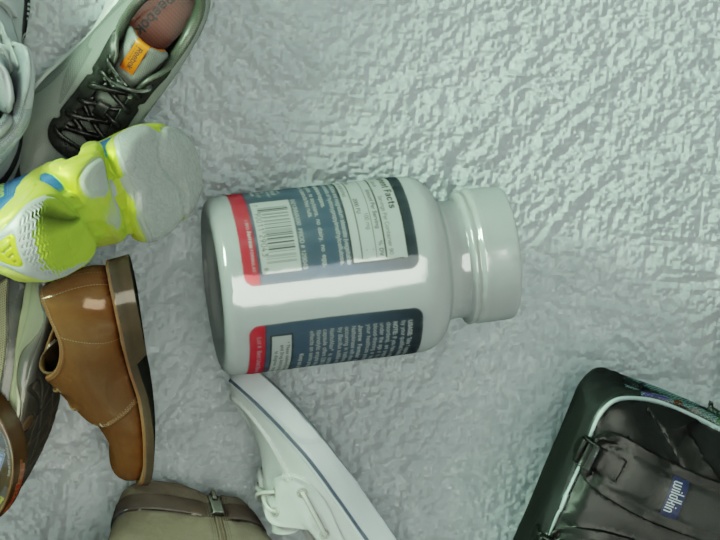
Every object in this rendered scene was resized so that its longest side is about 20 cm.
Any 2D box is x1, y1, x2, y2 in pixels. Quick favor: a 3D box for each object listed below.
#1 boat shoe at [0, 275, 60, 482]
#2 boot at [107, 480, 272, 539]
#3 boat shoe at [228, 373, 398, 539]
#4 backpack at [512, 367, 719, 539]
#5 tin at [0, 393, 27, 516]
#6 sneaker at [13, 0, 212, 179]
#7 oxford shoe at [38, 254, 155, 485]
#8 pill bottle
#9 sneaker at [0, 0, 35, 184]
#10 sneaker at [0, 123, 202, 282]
[{"bbox_3d":[-0.239,0.063,1.542,0.073,0.074,0.201,17,99,11],"label":"boat shoe"},{"bbox_3d":[-0.144,0.194,1.532,0.199,0.146,0.070,14,120,-21],"label":"boot"},{"bbox_3d":[-0.037,0.154,1.584,0.065,0.074,0.200,-38,102,-7],"label":"boat shoe"},{"bbox_3d":[0.216,0.175,1.595,0.200,0.151,0.178,20,97,-6],"label":"backpack"},{"bbox_3d":[-0.311,0.105,1.508,0.200,0.042,0.112,21,98,10],"label":"tin"},{"bbox_3d":[-0.166,-0.122,1.515,0.074,0.079,0.200,33,93,-15],"label":"sneaker"},{"bbox_3d":[-0.171,0.069,1.517,0.071,0.071,0.200,-11,135,-5],"label":"oxford shoe"},{"bbox_3d":[0.000,0.000,1.544,0.199,0.120,0.120,-6,100,-10],"label":"pill bottle"},{"bbox_3d":[-0.240,-0.150,1.463,0.075,0.115,0.201,-1,83,-14],"label":"sneaker"},{"bbox_3d":[-0.188,-0.046,1.472,0.105,0.200,0.076,-2,104,32],"label":"sneaker"}]
